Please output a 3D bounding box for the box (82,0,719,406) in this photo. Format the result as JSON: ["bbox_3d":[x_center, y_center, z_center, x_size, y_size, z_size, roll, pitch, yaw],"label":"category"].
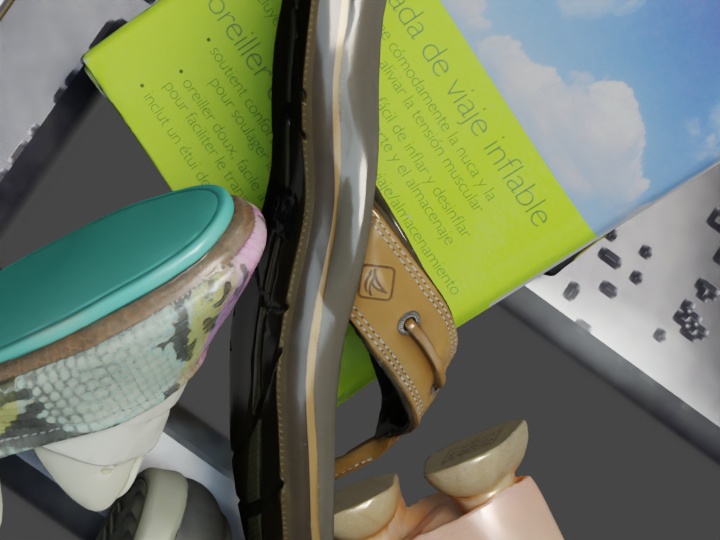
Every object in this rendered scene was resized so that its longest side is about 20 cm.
[{"bbox_3d":[0.039,-0.064,0.764,0.200,0.048,0.122,-32,96,19],"label":"box"}]

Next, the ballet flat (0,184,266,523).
[{"bbox_3d":[-0.104,0.039,0.756,0.199,0.069,0.071,-20,113,16],"label":"ballet flat"}]

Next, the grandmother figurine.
[{"bbox_3d":[0.060,0.145,0.801,0.121,0.061,0.201,-21,95,19],"label":"grandmother figurine"}]

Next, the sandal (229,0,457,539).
[{"bbox_3d":[0.000,0.000,0.738,0.054,0.082,0.201,5,100,-12],"label":"sandal"}]

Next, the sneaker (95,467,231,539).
[{"bbox_3d":[-0.034,0.156,0.781,0.106,0.075,0.201,7,97,-12],"label":"sneaker"}]

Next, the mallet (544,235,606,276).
[{"bbox_3d":[0.132,-0.062,0.811,0.200,0.066,0.041,-37,95,-8],"label":"mallet"}]

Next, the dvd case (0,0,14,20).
[{"bbox_3d":[-0.166,-0.107,0.793,0.148,0.016,0.200,34,84,-6],"label":"dvd case"}]
